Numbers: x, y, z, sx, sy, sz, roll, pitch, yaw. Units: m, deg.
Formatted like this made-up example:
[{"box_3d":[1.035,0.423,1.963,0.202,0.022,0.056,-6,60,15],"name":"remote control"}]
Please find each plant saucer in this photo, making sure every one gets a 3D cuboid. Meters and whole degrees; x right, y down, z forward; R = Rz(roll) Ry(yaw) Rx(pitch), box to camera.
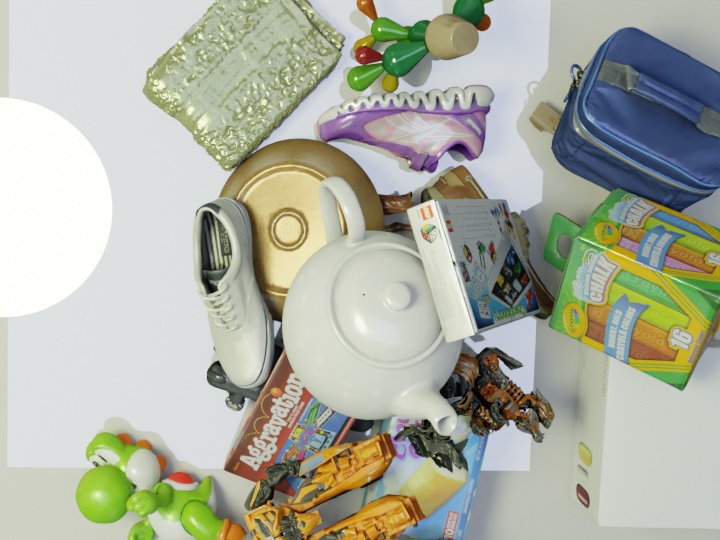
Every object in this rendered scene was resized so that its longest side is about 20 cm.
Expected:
[{"box_3d":[-0.073,-0.043,1.076,0.197,0.035,0.204,0,89,13],"name":"plant saucer"}]

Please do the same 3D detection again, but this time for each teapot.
[{"box_3d":[0.018,0.039,0.960,0.198,0.146,0.200,23,68,-2],"name":"teapot"}]

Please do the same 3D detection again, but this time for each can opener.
[{"box_3d":[-0.077,0.136,1.105,0.198,0.063,0.079,24,105,-8],"name":"can opener"}]

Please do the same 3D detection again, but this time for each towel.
[{"box_3d":[-0.125,-0.223,1.087,0.148,0.036,0.200,42,89,-8],"name":"towel"}]

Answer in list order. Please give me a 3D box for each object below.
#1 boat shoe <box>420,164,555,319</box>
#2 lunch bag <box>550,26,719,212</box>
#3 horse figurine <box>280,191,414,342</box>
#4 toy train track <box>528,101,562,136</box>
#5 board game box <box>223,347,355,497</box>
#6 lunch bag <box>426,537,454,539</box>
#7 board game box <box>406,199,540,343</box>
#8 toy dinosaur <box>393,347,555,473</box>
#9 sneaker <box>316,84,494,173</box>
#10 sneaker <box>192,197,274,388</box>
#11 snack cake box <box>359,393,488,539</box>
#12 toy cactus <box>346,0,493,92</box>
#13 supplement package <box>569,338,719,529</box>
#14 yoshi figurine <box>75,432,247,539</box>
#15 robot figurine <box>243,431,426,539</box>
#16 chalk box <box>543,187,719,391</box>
[{"box_3d":[0.155,-0.033,1.110,0.074,0.076,0.200,-44,98,-4],"name":"boat shoe"},{"box_3d":[0.306,-0.163,1.062,0.198,0.132,0.137,26,72,-2],"name":"lunch bag"},{"box_3d":[0.000,0.000,1.106,0.131,0.050,0.203,17,98,2],"name":"horse figurine"},{"box_3d":[0.275,-0.119,1.131,0.199,0.033,0.115,37,72,1],"name":"toy train track"},{"box_3d":[-0.068,0.166,1.076,0.102,0.020,0.201,23,125,-9],"name":"board game box"},{"box_3d":[0.049,0.401,1.100,0.168,0.124,0.203,-17,102,9],"name":"lunch bag"},{"box_3d":[0.117,-0.006,0.980,0.034,0.199,0.128,-18,85,27],"name":"board game box"},{"box_3d":[0.102,0.136,1.056,0.198,0.102,0.137,21,76,22],"name":"toy dinosaur"},{"box_3d":[0.052,-0.149,1.086,0.197,0.080,0.090,-6,95,-6],"name":"sneaker"},{"box_3d":[-0.142,0.026,1.039,0.072,0.071,0.203,-12,90,22],"name":"sneaker"},{"box_3d":[0.078,0.195,1.123,0.113,0.067,0.203,12,93,-7],"name":"snack cake box"},{"box_3d":[0.076,-0.254,1.038,0.198,0.165,0.104,-25,111,-12],"name":"toy cactus"},{"box_3d":[0.330,0.176,1.124,0.153,0.111,0.204,3,94,-6],"name":"supplement package"},{"box_3d":[-0.229,0.265,1.082,0.199,0.112,0.113,39,97,-4],"name":"yoshi figurine"},{"box_3d":[-0.039,0.258,1.057,0.198,0.058,0.147,-30,74,16],"name":"robot figurine"},{"box_3d":[0.281,0.007,1.046,0.198,0.124,0.126,24,130,23],"name":"chalk box"}]
